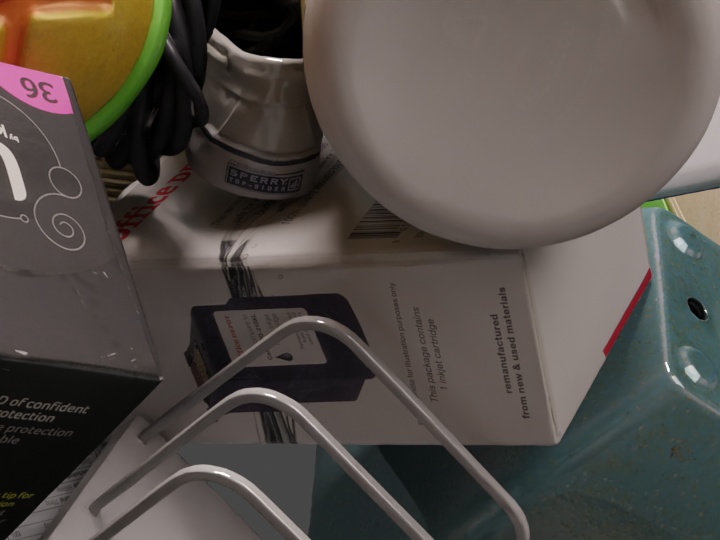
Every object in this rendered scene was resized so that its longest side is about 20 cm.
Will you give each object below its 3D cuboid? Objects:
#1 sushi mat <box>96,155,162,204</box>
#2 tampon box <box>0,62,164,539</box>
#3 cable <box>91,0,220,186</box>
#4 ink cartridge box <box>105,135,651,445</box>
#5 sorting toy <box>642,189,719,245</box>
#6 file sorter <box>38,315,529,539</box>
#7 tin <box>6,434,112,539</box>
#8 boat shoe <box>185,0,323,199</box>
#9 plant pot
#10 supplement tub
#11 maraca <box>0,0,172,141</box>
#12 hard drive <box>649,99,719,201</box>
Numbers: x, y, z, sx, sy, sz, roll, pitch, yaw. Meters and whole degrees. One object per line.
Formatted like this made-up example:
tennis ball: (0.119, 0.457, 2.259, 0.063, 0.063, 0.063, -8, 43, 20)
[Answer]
sushi mat: (-0.090, -0.012, 0.949, 0.199, 0.097, 0.012, 6, 9, -46)
tampon box: (-0.188, 0.031, 0.684, 0.149, 0.200, 0.127, 10, 46, -42)
cable: (-0.094, -0.129, 0.848, 0.050, 0.164, 0.200, 6, 31, -34)
ink cartridge box: (0.000, 0.000, 0.860, 0.145, 0.198, 0.085, -50, 133, -56)
sorting toy: (0.097, -0.056, 1.092, 0.183, 0.037, 0.202, 5, 66, 11)
file sorter: (-0.043, 0.134, 0.744, 0.139, 0.124, 0.200, 46, 37, -10)
tin: (-0.124, 0.101, 0.833, 0.111, 0.042, 0.201, -11, 63, -48)
boat shoe: (-0.050, -0.102, 0.883, 0.071, 0.066, 0.201, 8, 28, -10)
plant pot: (0.111, 0.089, 0.959, 0.195, 0.200, 0.197, 31, 35, -21)
supplement tub: (0.048, -0.108, 0.789, 0.144, 0.145, 0.200, 35, 18, -16)
maraca: (-0.156, -0.122, 0.761, 0.200, 0.137, 0.107, 45, -13, 9)
hard drive: (0.062, -0.086, 0.979, 0.025, 0.198, 0.133, 90, -11, -79)
